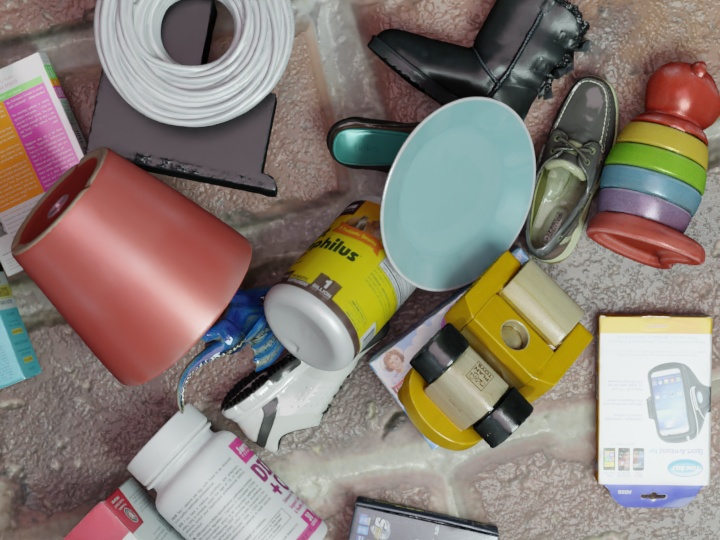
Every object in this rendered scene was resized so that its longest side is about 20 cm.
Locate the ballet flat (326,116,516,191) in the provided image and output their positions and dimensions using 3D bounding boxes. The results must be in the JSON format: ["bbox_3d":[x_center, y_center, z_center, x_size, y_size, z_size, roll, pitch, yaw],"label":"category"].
[{"bbox_3d":[0.064,-0.129,1.696,0.199,0.068,0.068,12,109,-3],"label":"ballet flat"}]

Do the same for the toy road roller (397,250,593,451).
[{"bbox_3d":[0.120,0.093,1.631,0.123,0.146,0.200,45,57,0],"label":"toy road roller"}]

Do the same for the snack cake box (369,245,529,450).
[{"bbox_3d":[0.120,0.079,1.708,0.200,0.067,0.115,-38,92,4],"label":"snack cake box"}]

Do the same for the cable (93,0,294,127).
[{"bbox_3d":[-0.165,-0.241,1.623,0.200,0.069,0.200,-45,91,-3],"label":"cable"}]

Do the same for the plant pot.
[{"bbox_3d":[-0.238,-0.013,1.635,0.177,0.200,0.200,42,94,-21],"label":"plant pot"}]

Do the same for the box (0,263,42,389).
[{"bbox_3d":[-0.401,0.026,1.728,0.049,0.082,0.201,-21,91,2],"label":"box"}]

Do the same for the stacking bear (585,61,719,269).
[{"bbox_3d":[0.311,-0.116,1.673,0.113,0.121,0.201,20,83,-12],"label":"stacking bear"}]

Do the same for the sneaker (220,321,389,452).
[{"bbox_3d":[-0.048,0.113,1.726,0.199,0.074,0.080,-35,106,7],"label":"sneaker"}]

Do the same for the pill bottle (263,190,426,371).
[{"bbox_3d":[0.000,0.000,1.658,0.109,0.109,0.200,42,60,1],"label":"pill bottle"}]

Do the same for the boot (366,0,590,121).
[{"bbox_3d":[0.128,-0.239,1.693,0.198,0.073,0.163,34,96,-6],"label":"boot"}]

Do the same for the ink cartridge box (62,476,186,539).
[{"bbox_3d":[-0.232,0.344,1.698,0.145,0.145,0.200,-45,89,4],"label":"ink cartridge box"}]

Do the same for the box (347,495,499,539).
[{"bbox_3d":[0.051,0.353,1.730,0.157,0.051,0.201,12,92,1],"label":"box"}]

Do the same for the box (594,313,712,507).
[{"bbox_3d":[0.306,0.146,1.715,0.118,0.041,0.202,1,95,3],"label":"box"}]

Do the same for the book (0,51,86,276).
[{"bbox_3d":[-0.352,-0.112,1.730,0.133,0.048,0.201,-23,93,11],"label":"book"}]

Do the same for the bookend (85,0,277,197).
[{"bbox_3d":[-0.167,-0.195,1.701,0.197,0.092,0.202,10,88,-2],"label":"bookend"}]

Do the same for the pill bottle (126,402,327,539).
[{"bbox_3d":[-0.141,0.240,1.705,0.200,0.113,0.113,44,94,1],"label":"pill bottle"}]

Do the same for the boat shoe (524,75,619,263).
[{"bbox_3d":[0.218,-0.105,1.693,0.071,0.066,0.202,19,93,13],"label":"boat shoe"}]

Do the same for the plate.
[{"bbox_3d":[0.093,-0.077,1.623,0.199,0.026,0.201,-18,120,-33],"label":"plate"}]

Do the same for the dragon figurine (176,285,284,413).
[{"bbox_3d":[-0.115,0.063,1.692,0.099,0.059,0.201,14,54,28],"label":"dragon figurine"}]
